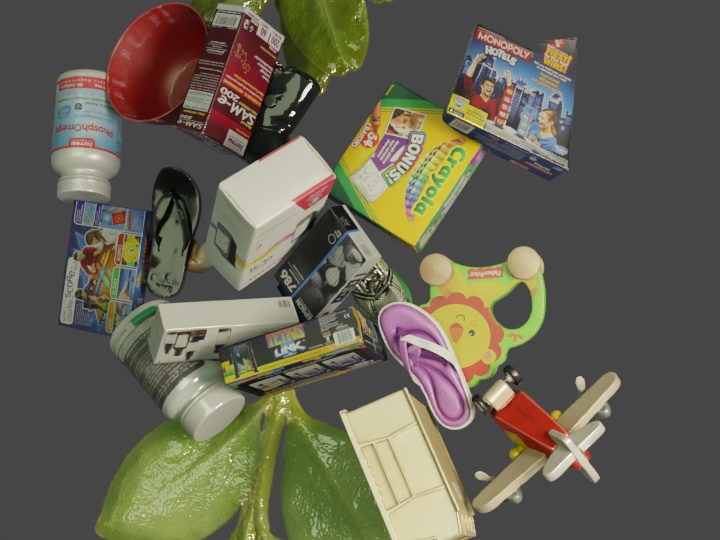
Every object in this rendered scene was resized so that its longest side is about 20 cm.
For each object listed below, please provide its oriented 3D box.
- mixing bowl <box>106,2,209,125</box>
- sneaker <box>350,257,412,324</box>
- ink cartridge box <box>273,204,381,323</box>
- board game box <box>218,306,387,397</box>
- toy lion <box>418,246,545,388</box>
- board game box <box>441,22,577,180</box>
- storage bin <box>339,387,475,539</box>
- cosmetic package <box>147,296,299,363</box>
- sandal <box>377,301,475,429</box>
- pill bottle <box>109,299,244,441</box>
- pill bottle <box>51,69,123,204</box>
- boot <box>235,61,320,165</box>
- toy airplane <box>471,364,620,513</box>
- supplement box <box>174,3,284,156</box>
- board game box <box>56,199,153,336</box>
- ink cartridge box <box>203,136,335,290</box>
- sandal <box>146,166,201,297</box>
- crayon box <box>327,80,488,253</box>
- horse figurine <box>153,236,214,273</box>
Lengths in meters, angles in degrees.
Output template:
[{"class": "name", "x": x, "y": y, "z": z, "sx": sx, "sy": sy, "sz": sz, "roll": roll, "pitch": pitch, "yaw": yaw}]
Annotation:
[{"class": "mixing bowl", "x": -0.291, "y": -0.307, "z": 1.658, "sx": 0.200, "sy": 0.108, "sz": 0.200, "roll": -9, "pitch": 69, "yaw": 26}, {"class": "sneaker", "x": 0.000, "y": 0.000, "z": 1.534, "sx": 0.078, "sy": 0.085, "sz": 0.200, "roll": -40, "pitch": 72, "yaw": 1}, {"class": "ink cartridge box", "x": -0.060, "y": 0.006, "z": 1.516, "sx": 0.099, "sy": 0.039, "sz": 0.200, "roll": 54, "pitch": 128, "yaw": 18}, {"class": "board game box", "x": -0.077, "y": 0.118, "z": 1.481, "sx": 0.200, "sy": 0.165, "sz": 0.057, "roll": -18, "pitch": 74, "yaw": 9}, {"class": "toy lion", "x": 0.164, "y": 0.070, "z": 1.493, "sx": 0.200, "sy": 0.069, "sz": 0.192, "roll": -5, "pitch": 83, "yaw": 14}, {"class": "board game box", "x": 0.231, "y": -0.264, "z": 1.522, "sx": 0.200, "sy": 0.062, "sz": 0.200, "roll": 24, "pitch": 73, "yaw": -12}, {"class": "storage bin", "x": 0.071, "y": 0.271, "z": 1.390, "sx": 0.094, "sy": 0.200, "sz": 0.199, "roll": -25, "pitch": 72, "yaw": 4}, {"class": "cosmetic package", "x": -0.195, "y": 0.086, "z": 1.501, "sx": 0.200, "sy": 0.083, "sz": 0.051, "roll": -3, "pitch": 53, "yaw": -26}, {"class": "sandal", "x": 0.094, "y": 0.129, "z": 1.461, "sx": 0.082, "sy": 0.050, "sz": 0.203, "roll": -37, "pitch": 81, "yaw": 15}, {"class": "pill bottle", "x": -0.268, "y": 0.148, "z": 1.548, "sx": 0.113, "sy": 0.113, "sz": 0.200, "roll": -44, "pitch": 70, "yaw": 0}, {"class": "pill bottle", "x": -0.437, "y": -0.211, "z": 1.680, "sx": 0.109, "sy": 0.109, "sz": 0.200, "roll": -4, "pitch": 76, "yaw": 13}, {"class": "boot", "x": -0.112, "y": -0.223, "z": 1.620, "sx": 0.200, "sy": 0.076, "sz": 0.168, "roll": 35, "pitch": 90, "yaw": 25}, {"class": "toy airplane", "x": 0.248, "y": 0.227, "z": 1.389, "sx": 0.200, "sy": 0.141, "sz": 0.199, "roll": -13, "pitch": 41, "yaw": 24}, {"class": "supplement box", "x": -0.194, "y": -0.284, "z": 1.572, "sx": 0.061, "sy": 0.109, "sz": 0.200, "roll": 16, "pitch": 85, "yaw": 31}, {"class": "board game box", "x": -0.395, "y": -0.002, "z": 1.629, "sx": 0.135, "sy": 0.034, "sz": 0.200, "roll": 10, "pitch": 92, "yaw": 20}, {"class": "ink cartridge box", "x": -0.131, "y": -0.078, "z": 1.476, "sx": 0.148, "sy": 0.200, "sz": 0.086, "roll": -36, "pitch": 77, "yaw": -26}, {"class": "sandal", "x": -0.284, "y": -0.059, "z": 1.583, "sx": 0.076, "sy": 0.043, "sz": 0.200, "roll": 2, "pitch": 86, "yaw": 10}, {"class": "crayon box", "x": 0.069, "y": -0.155, "z": 1.569, "sx": 0.172, "sy": 0.058, "sz": 0.200, "roll": 32, "pitch": 86, "yaw": 19}, {"class": "horse figurine", "x": -0.232, "y": -0.043, "z": 1.621, "sx": 0.200, "sy": 0.050, "sz": 0.133, "roll": -7, "pitch": 70, "yaw": 11}]
